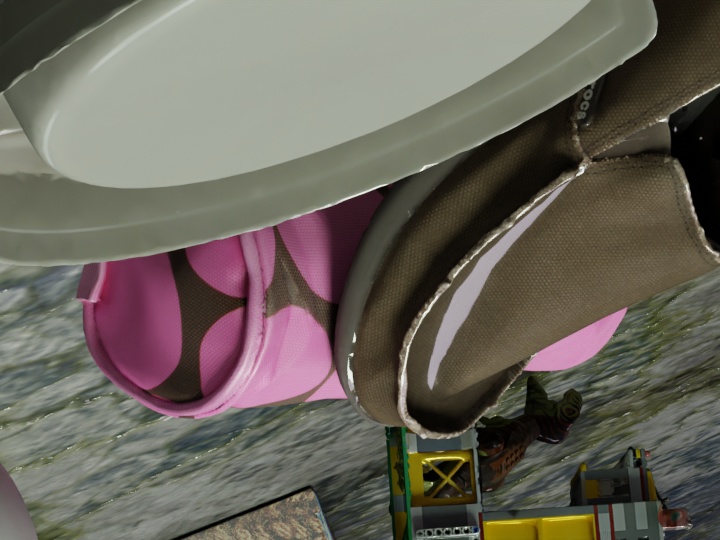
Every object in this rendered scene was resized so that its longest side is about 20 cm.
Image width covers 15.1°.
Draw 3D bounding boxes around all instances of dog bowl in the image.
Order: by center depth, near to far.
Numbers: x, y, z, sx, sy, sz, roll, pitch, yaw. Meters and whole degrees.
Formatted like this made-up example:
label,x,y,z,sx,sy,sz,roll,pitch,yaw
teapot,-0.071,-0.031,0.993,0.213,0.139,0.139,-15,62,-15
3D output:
label,x,y,z,sx,sy,sz,roll,pitch,yaw
dog bowl,-0.012,-0.069,0.612,0.199,0.059,0.200,-21,167,-5

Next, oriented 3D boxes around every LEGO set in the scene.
label,x,y,z,sx,sy,sz,roll,pitch,yaw
LEGO set,0.071,0.077,1.103,0.115,0.155,0.200,-3,158,-2

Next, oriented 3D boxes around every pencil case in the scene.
label,x,y,z,sx,sy,sz,roll,pitch,yaw
pencil case,0.000,0.000,0.854,0.093,0.091,0.199,24,-164,36

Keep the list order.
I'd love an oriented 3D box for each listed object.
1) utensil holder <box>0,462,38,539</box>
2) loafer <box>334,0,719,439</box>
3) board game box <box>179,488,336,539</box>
label,x,y,z,sx,sy,sz,roll,pitch,yaw
utensil holder,-0.181,0.090,0.738,0.169,0.171,0.200,-22,169,4
loafer,0.069,-0.023,0.756,0.200,0.071,0.073,-51,146,17
board game box,-0.036,0.224,1.490,0.096,0.160,0.200,-21,166,-2
